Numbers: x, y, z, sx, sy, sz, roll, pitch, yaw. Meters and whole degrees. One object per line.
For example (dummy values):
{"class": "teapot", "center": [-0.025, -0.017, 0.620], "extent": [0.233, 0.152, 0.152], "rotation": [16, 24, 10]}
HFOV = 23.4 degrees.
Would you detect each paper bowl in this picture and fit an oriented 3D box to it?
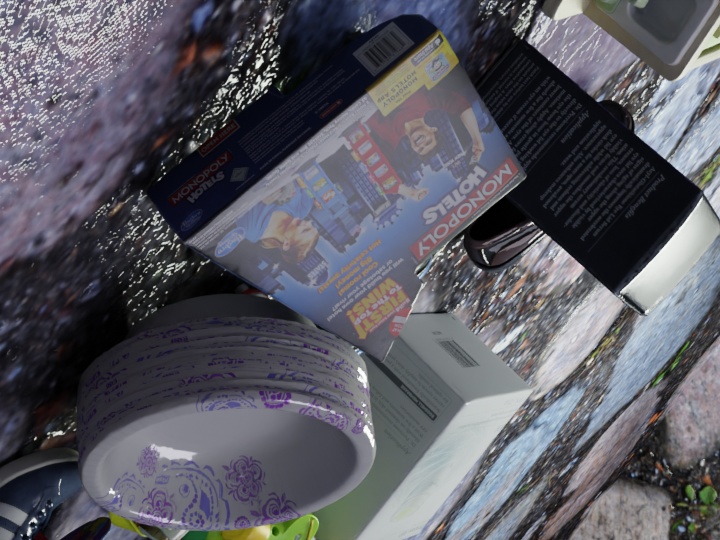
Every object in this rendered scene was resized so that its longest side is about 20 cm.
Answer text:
{"class": "paper bowl", "center": [-0.092, 0.090, 1.175], "extent": [0.199, 0.105, 0.201], "rotation": [-5, 149, -3]}

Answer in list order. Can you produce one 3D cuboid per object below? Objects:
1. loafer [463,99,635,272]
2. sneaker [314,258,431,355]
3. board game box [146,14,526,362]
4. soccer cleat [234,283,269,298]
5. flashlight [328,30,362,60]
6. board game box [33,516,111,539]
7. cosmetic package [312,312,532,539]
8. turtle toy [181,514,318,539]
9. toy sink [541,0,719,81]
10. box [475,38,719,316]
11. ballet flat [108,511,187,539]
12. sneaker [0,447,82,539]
{"class": "loafer", "center": [0.171, -0.080, 1.576], "extent": [0.200, 0.072, 0.063], "rotation": [-45, 158, 1]}
{"class": "sneaker", "center": [0.000, 0.000, 1.342], "extent": [0.200, 0.070, 0.083], "rotation": [-45, 156, -48]}
{"class": "board game box", "center": [-0.001, -0.041, 1.110], "extent": [0.200, 0.062, 0.200], "rotation": [-39, 137, -2]}
{"class": "soccer cleat", "center": [-0.077, 0.080, 1.303], "extent": [0.069, 0.085, 0.200], "rotation": [-39, 160, -23]}
{"class": "flashlight", "center": [0.004, -0.080, 1.191], "extent": [0.068, 0.068, 0.201], "rotation": [-55, 169, -36]}
{"class": "board game box", "center": [-0.260, 0.230, 1.217], "extent": [0.158, 0.039, 0.200], "rotation": [-32, -166, 42]}
{"class": "cosmetic package", "center": [0.036, 0.156, 1.662], "extent": [0.200, 0.123, 0.199], "rotation": [-52, 161, 15]}
{"class": "turtle toy", "center": [-0.100, 0.240, 1.550], "extent": [0.200, 0.101, 0.146], "rotation": [-50, 139, 0]}
{"class": "toy sink", "center": [0.259, -0.237, 1.376], "extent": [0.200, 0.112, 0.131], "rotation": [-24, 150, -51]}
{"class": "box", "center": [0.180, -0.071, 1.395], "extent": [0.104, 0.200, 0.148], "rotation": [-49, 162, 5]}
{"class": "ballet flat", "center": [-0.162, 0.178, 1.339], "extent": [0.067, 0.067, 0.200], "rotation": [-44, 162, -12]}
{"class": "sneaker", "center": [-0.246, 0.196, 1.155], "extent": [0.200, 0.084, 0.075], "rotation": [-35, 158, -36]}
